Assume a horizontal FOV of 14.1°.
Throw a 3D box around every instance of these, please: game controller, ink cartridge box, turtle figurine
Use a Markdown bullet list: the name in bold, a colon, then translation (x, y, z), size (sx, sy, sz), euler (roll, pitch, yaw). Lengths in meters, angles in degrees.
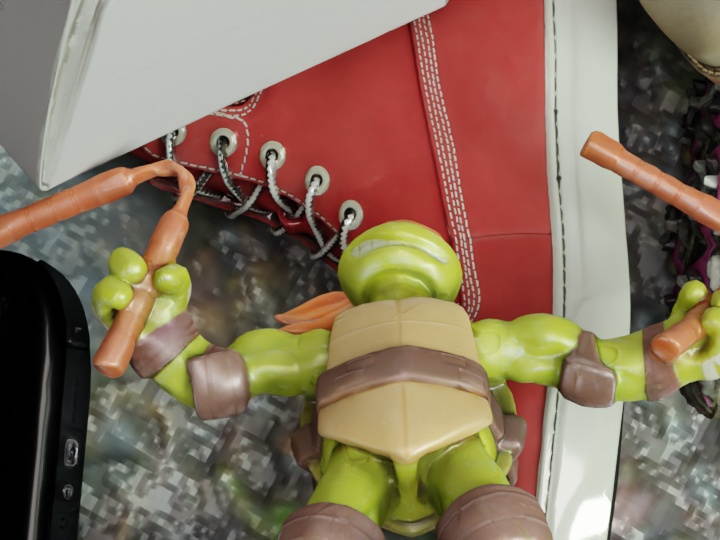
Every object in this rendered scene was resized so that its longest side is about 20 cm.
- **game controller**: translation (-0.119, 0.095, 0.766), size (0.104, 0.042, 0.202), euler (-2, 79, 33)
- **ink cartridge box**: translation (-0.077, -0.135, 0.761), size (0.146, 0.085, 0.200), euler (-26, 64, -31)
- **turtle figurine**: translation (0.001, 0.039, 0.695), size (0.198, 0.065, 0.162), euler (3, 42, -2)

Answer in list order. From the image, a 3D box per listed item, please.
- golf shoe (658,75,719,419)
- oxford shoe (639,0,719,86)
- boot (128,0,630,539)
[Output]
- **golf shoe**: translation (0.138, -0.052, 0.813), size (0.091, 0.073, 0.201), euler (14, 79, -2)
- **oxford shoe**: translation (0.067, -0.134, 0.792), size (0.074, 0.071, 0.201), euler (14, 44, -38)
- **boot**: translation (0.000, 0.000, 0.787), size (0.143, 0.073, 0.201), euler (-1, 62, -2)
